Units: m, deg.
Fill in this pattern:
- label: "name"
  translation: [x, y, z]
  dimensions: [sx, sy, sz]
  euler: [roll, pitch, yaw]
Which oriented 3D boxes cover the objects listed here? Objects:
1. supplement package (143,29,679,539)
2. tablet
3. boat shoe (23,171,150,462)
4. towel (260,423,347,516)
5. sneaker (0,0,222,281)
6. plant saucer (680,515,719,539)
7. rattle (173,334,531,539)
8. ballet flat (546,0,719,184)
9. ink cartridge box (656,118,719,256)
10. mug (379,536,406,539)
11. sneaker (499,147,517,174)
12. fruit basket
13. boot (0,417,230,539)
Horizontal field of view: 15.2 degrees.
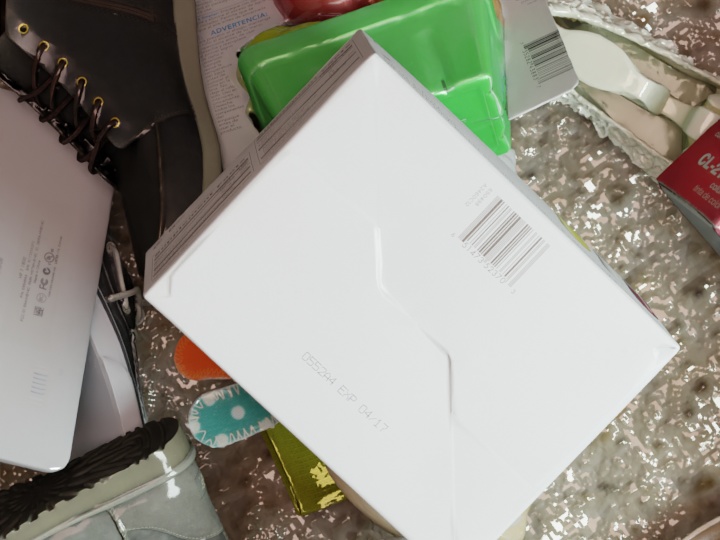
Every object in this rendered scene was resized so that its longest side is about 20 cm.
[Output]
- label: "supplement package"
  translation: [0.021, 0.013, 1.278]
  dimensions: [0.200, 0.111, 0.156]
  euler: [43, 95, -11]
- label: "tablet"
  translation: [-0.195, -0.003, 1.369]
  dimensions: [0.130, 0.014, 0.201]
  euler: [14, 63, -15]
- label: "boat shoe"
  translation: [-0.145, 0.020, 1.436]
  dimensions: [0.074, 0.068, 0.200]
  euler: [-38, 71, 45]
- label: "towel"
  translation: [-0.034, 0.025, 1.457]
  dimensions: [0.086, 0.018, 0.201]
  euler: [-23, 88, 3]
- label: "sneaker"
  translation: [-0.136, -0.073, 1.379]
  dimensions: [0.106, 0.075, 0.201]
  euler: [5, 54, -23]
- label: "plant saucer"
  translation: [0.232, 0.220, 1.431]
  dimensions: [0.199, 0.034, 0.201]
  euler: [0, 89, 3]
- label: "rattle"
  translation: [0.023, 0.054, 1.368]
  dimensions: [0.200, 0.143, 0.130]
  euler: [32, 57, -12]
- label: "ballet flat"
  translation: [0.158, -0.084, 1.427]
  dimensions: [0.200, 0.072, 0.072]
  euler: [30, 90, 2]
- label: "ink cartridge box"
  translation: [0.277, -0.056, 1.385]
  dimensions: [0.200, 0.083, 0.146]
  euler: [-44, 114, 1]
- label: "mug"
  translation: [0.048, 0.213, 1.340]
  dimensions: [0.153, 0.187, 0.150]
  euler: [26, 75, 21]
- label: "sneaker"
  translation: [0.000, 0.000, 1.419]
  dimensions: [0.200, 0.070, 0.081]
  euler: [-19, 91, -8]
- label: "fruit basket"
  translation: [0.003, -0.126, 1.406]
  dimensions: [0.185, 0.094, 0.200]
  euler: [-19, 43, 1]
- label: "boot"
  translation: [-0.116, 0.195, 1.388]
  dimensions: [0.181, 0.073, 0.200]
  euler: [-23, 110, 9]
